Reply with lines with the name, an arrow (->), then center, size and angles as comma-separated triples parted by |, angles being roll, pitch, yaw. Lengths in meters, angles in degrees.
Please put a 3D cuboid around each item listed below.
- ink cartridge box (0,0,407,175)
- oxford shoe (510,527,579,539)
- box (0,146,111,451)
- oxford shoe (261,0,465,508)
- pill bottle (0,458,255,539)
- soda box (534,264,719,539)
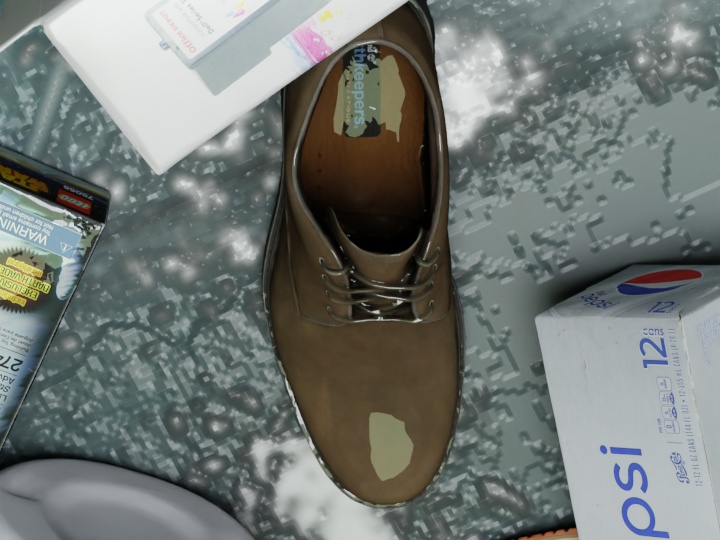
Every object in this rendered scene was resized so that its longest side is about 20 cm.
ink cartridge box -> -0.039, -0.106, 0.913 | 0.200, 0.117, 0.067 | -34, 110, 11
oxford shoe -> 0.025, 0.167, 1.036 | 0.200, 0.073, 0.071 | -33, 107, 10
box -> -0.207, -0.003, 0.988 | 0.200, 0.040, 0.137 | 23, 109, -9
oxford shoe -> 0.000, 0.000, 0.971 | 0.073, 0.084, 0.200 | -7, 111, -1
pill bottle -> -0.114, 0.181, 1.018 | 0.113, 0.113, 0.200 | 17, 108, -7
soda box -> 0.124, 0.100, 0.995 | 0.068, 0.063, 0.200 | 0, 108, 43
